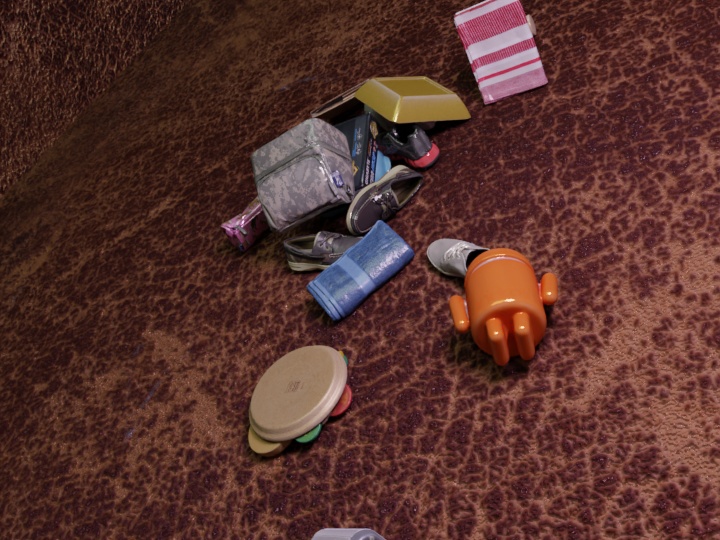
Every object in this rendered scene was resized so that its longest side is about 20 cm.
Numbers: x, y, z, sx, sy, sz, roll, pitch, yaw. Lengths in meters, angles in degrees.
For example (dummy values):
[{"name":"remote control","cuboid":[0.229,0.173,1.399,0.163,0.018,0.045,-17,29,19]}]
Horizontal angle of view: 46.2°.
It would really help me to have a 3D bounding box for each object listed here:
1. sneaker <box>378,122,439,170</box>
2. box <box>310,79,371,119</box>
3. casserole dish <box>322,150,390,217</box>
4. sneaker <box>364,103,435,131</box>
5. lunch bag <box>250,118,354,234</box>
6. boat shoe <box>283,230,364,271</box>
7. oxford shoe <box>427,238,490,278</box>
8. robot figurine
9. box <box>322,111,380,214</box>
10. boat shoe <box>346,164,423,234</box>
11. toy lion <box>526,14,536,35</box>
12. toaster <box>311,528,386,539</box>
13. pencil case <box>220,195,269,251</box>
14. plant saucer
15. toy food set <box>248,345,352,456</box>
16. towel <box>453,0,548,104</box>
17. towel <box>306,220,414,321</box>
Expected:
[{"name":"sneaker","cuboid":[0.084,-0.278,1.794,0.071,0.098,0.199,-45,34,-13]},{"name":"box","cuboid":[-0.029,-0.409,2.032,0.161,0.022,0.200,-27,5,13]},{"name":"casserole dish","cuboid":[-0.027,-0.195,1.815,0.197,0.039,0.123,-27,47,20]},{"name":"sneaker","cuboid":[0.089,-0.345,1.906,0.198,0.084,0.074,27,34,37]},{"name":"lunch bag","cuboid":[-0.109,-0.181,1.686,0.197,0.139,0.171,-24,67,26]},{"name":"boat shoe","cuboid":[-0.072,-0.044,1.673,0.198,0.067,0.072,-6,40,35]},{"name":"oxford shoe","cuboid":[0.176,-0.022,1.442,0.075,0.058,0.199,-43,33,-8]},{"name":"robot figurine","cuboid":[0.218,0.047,1.272,0.144,0.115,0.202,-49,26,32]},{"name":"box","cuboid":[-0.040,-0.223,1.785,0.156,0.046,0.204,-15,52,30]},{"name":"boat shoe","cuboid":[0.050,-0.142,1.672,0.064,0.074,0.200,11,48,45]},{"name":"toy lion","cuboid":[0.319,-0.545,1.825,0.067,0.193,0.202,-15,38,25]},{"name":"toaster","cuboid":[0.006,0.390,0.998,0.128,0.200,0.114,-14,34,55]},{"name":"pencil case","cuboid":[-0.218,-0.133,1.895,0.199,0.083,0.086,-42,34,-12]},{"name":"plant saucer","cuboid":[0.112,-0.376,1.826,0.196,0.049,0.200,-8,30,-26]},{"name":"toy food set","cuboid":[-0.101,0.209,1.411,0.195,0.049,0.202,-21,36,20]},{"name":"towel","cuboid":[0.289,-0.456,1.743,0.142,0.203,0.023,-15,21,28]},{"name":"towel","cuboid":[0.000,0.000,1.565,0.199,0.049,0.112,-39,44,-6]}]
